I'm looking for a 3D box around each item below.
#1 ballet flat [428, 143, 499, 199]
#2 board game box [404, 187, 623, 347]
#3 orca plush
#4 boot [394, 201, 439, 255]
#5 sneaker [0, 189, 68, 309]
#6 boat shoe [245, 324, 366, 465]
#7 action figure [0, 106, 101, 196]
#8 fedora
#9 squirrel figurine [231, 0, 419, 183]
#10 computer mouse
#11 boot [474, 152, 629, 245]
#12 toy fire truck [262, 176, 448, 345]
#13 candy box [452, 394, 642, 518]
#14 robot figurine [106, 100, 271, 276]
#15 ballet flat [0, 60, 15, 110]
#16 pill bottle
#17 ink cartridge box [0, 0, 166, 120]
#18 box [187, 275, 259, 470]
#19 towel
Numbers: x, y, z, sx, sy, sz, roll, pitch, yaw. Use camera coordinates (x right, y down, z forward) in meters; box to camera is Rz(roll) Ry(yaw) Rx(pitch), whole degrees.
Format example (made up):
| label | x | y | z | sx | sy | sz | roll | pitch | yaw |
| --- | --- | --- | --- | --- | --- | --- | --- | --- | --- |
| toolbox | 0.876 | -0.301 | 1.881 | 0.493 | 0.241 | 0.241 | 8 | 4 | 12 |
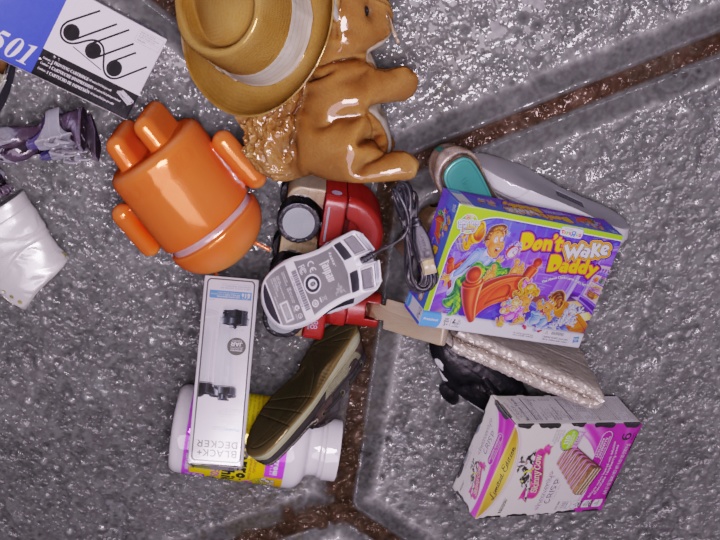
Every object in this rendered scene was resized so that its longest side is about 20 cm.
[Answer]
| label | x | y | z | sx | sy | sz | roll | pitch | yaw |
| --- | --- | --- | --- | --- | --- | --- | --- | --- | --- |
| ballet flat | 0.127 | -0.055 | 1.194 | 0.068 | 0.067 | 0.201 | -31 | 121 | -7 |
| board game box | 0.159 | 0.000 | 1.166 | 0.198 | 0.045 | 0.136 | 9 | 112 | -23 |
| orca plush | 0.152 | 0.155 | 1.330 | 0.104 | 0.071 | 0.201 | -24 | 113 | 10 |
| boot | 0.137 | -0.001 | 1.261 | 0.199 | 0.074 | 0.076 | 35 | 100 | -13 |
| sneaker | -0.425 | 0.010 | 1.253 | 0.199 | 0.074 | 0.116 | -30 | 109 | 11 |
| boat shoe | -0.052 | 0.148 | 1.274 | 0.071 | 0.202 | 0.066 | -1 | 134 | 45 |
| action figure | -0.379 | -0.129 | 1.173 | 0.197 | 0.070 | 0.130 | -9 | 159 | 3 |
| fedora | -0.119 | -0.248 | 1.074 | 0.201 | 0.201 | 0.081 | -49 | 150 | 20 |
| squirrel figurine | -0.041 | -0.192 | 1.132 | 0.197 | 0.142 | 0.189 | -5 | 109 | -1 |
| computer mouse | -0.014 | -0.003 | 1.142 | 0.198 | 0.044 | 0.111 | -24 | 83 | 23 |
| boot | 0.191 | -0.049 | 1.235 | 0.198 | 0.074 | 0.096 | 25 | 116 | -7 |
| toy fire truck | 0.000 | 0.000 | 1.223 | 0.197 | 0.129 | 0.178 | 8 | 115 | -6 |
| candy box | 0.222 | 0.219 | 1.325 | 0.198 | 0.061 | 0.138 | 4 | 118 | -30 |
| robot figurine | -0.185 | -0.079 | 1.192 | 0.144 | 0.116 | 0.201 | -44 | 112 | -17 |
| ballet flat | -0.382 | -0.229 | 1.144 | 0.072 | 0.073 | 0.201 | 24 | 113 | -12 |
| pill bottle | -0.123 | 0.200 | 1.329 | 0.197 | 0.105 | 0.105 | 9 | 115 | -5 |
| ink cartridge box | -0.301 | -0.236 | 1.108 | 0.199 | 0.044 | 0.095 | 24 | 100 | -33 |
| box | -0.150 | 0.116 | 1.230 | 0.059 | 0.117 | 0.203 | 5 | 79 | -6 |
| towel | 0.177 | 0.089 | 1.266 | 0.198 | 0.133 | 0.035 | 24 | 109 | -11 |
